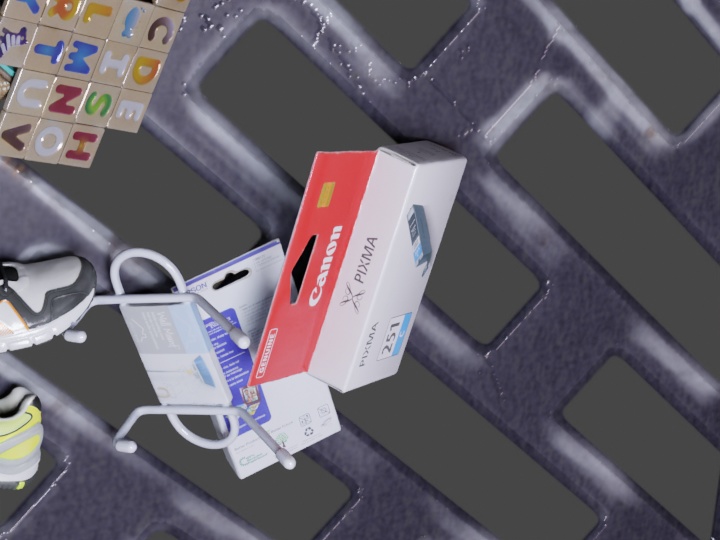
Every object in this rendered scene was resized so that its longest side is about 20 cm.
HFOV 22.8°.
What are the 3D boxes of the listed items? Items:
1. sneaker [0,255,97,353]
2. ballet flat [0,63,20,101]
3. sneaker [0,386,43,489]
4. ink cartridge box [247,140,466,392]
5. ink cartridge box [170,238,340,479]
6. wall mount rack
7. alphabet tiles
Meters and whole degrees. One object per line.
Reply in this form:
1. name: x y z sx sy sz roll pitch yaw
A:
1. sneaker: -0.292 0.021 1.320 0.200 0.074 0.080 -18 118 -18
2. ballet flat: -0.316 -0.177 1.219 0.065 0.071 0.200 -37 122 7
3. sneaker: -0.334 0.118 1.354 0.200 0.075 0.076 6 103 -39
4. ink cartridge box: 0.000 0.000 1.418 0.176 0.045 0.200 -13 124 -60
5. ink cartridge box: -0.088 0.068 1.463 0.099 0.039 0.200 -24 123 -14
6. wall mount rack: -0.131 0.081 1.380 0.075 0.174 0.200 -59 139 -47
7. alphabet tiles: -0.194 -0.168 1.276 0.167 0.008 0.200 5 113 -54
